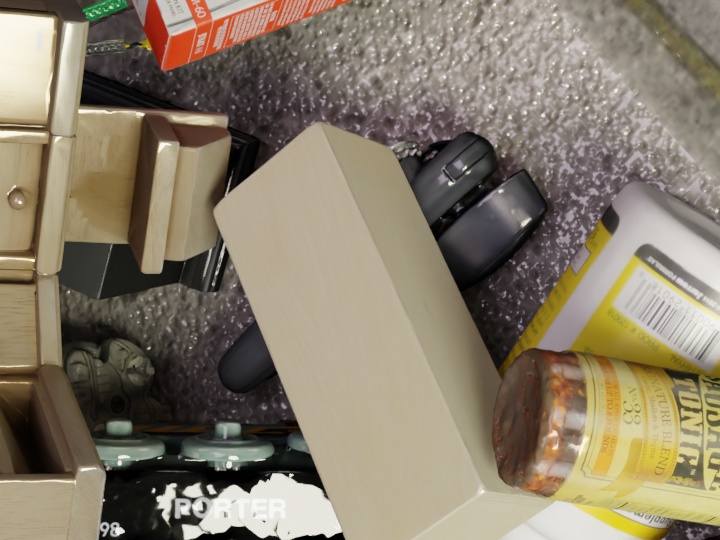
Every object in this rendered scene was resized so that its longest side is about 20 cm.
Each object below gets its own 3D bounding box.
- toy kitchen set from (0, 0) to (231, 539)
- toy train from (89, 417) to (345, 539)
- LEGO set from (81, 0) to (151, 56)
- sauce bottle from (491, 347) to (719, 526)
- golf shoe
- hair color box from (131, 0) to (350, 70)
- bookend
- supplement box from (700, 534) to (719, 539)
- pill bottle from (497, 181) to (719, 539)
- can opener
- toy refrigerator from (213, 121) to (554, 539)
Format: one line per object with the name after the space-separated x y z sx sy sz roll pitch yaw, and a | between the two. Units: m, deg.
-0.123 -0.004 0.824 0.180 0.162 0.201 -129 44 -60 | toy kitchen set
-0.068 0.111 0.914 0.199 0.114 0.086 0 93 -6 | toy train
-0.134 -0.190 0.972 0.200 0.116 0.154 -33 99 -11 | LEGO set
0.157 0.077 0.786 0.199 0.066 0.066 9 95 -18 | sauce bottle
-0.149 0.140 1.016 0.097 0.078 0.201 -11 83 43 | golf shoe
-0.026 -0.189 0.898 0.199 0.064 0.111 -23 85 -14 | hair color box
-0.192 -0.055 0.948 0.198 0.200 0.093 23 105 22 | bookend
0.197 0.222 0.836 0.085 0.110 0.201 -18 83 21 | supplement box
0.118 0.068 0.869 0.111 0.111 0.200 38 104 18 | pill bottle
0.000 0.000 0.944 0.200 0.063 0.079 -37 77 18 | can opener
0.010 0.037 0.849 0.076 0.070 0.201 -38 61 25 | toy refrigerator
